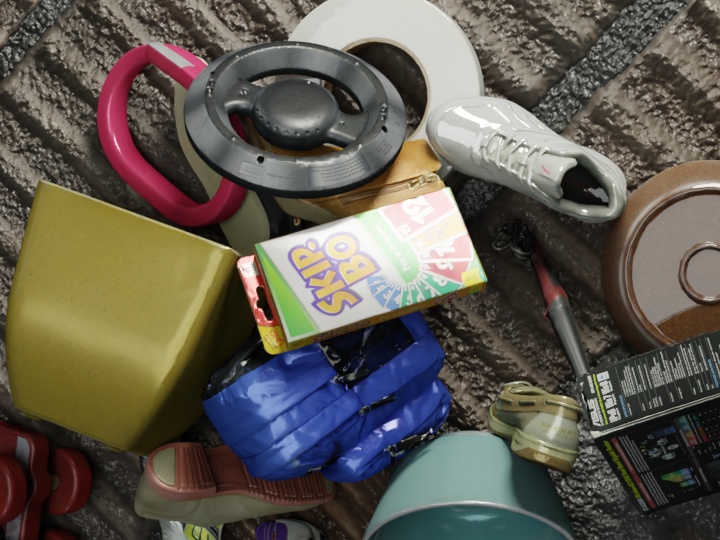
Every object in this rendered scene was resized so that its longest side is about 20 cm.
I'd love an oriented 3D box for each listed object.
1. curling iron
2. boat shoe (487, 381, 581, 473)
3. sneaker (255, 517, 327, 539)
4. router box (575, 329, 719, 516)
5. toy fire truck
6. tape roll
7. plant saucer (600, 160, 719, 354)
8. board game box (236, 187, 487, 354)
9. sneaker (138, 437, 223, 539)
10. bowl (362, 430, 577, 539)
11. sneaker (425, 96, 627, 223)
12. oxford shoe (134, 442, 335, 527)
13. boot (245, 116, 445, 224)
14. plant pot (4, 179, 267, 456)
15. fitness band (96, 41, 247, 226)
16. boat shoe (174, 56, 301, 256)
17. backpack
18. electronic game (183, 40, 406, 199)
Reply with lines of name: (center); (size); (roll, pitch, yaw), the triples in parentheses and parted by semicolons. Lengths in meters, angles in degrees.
curling iron: (0.166, 0.031, 1.419); (0.026, 0.049, 0.201); (-62, 37, 40)
boat shoe: (0.157, 0.126, 1.399); (0.073, 0.201, 0.064); (18, 94, -1)
sneaker: (-0.078, 0.339, 1.540); (0.083, 0.080, 0.202); (7, 92, 32)
router box: (0.284, 0.133, 1.372); (0.149, 0.200, 0.063); (-20, 56, 12)
toy fire truck: (-0.368, 0.243, 1.581); (0.167, 0.112, 0.202); (12, 96, 36)
tape roll: (0.017, -0.164, 1.491); (0.201, 0.037, 0.205); (1, 95, 13)
plant saucer: (0.317, 0.001, 1.438); (0.198, 0.034, 0.202); (1, 94, 12)
board game box: (0.000, 0.000, 1.363); (0.198, 0.030, 0.096); (-18, 69, -8)
sneaker: (-0.168, 0.218, 1.550); (0.076, 0.075, 0.202); (-16, 96, -3)
bowl: (0.100, 0.219, 1.438); (0.199, 0.201, 0.106); (-6, 50, 13)
sneaker: (0.154, -0.100, 1.415); (0.199, 0.099, 0.078); (20, 98, -4)
oxford shoe: (-0.120, 0.205, 1.504); (0.199, 0.071, 0.074); (9, 134, -27)
boot: (-0.007, -0.092, 1.448); (0.143, 0.071, 0.202); (-26, 70, -12)
plant pot: (-0.216, 0.058, 1.454); (0.193, 0.196, 0.201); (19, 83, 11)
fitness band: (-0.175, -0.130, 1.499); (0.200, 0.037, 0.144); (40, 123, 29)
boat shoe: (-0.119, -0.110, 1.515); (0.073, 0.063, 0.203); (-32, 78, 42)
backpack: (-0.031, 0.111, 1.423); (0.199, 0.163, 0.169); (-31, 86, -15)
electronic game: (-0.057, -0.137, 1.408); (0.199, 0.201, 0.042); (19, 137, 10)
